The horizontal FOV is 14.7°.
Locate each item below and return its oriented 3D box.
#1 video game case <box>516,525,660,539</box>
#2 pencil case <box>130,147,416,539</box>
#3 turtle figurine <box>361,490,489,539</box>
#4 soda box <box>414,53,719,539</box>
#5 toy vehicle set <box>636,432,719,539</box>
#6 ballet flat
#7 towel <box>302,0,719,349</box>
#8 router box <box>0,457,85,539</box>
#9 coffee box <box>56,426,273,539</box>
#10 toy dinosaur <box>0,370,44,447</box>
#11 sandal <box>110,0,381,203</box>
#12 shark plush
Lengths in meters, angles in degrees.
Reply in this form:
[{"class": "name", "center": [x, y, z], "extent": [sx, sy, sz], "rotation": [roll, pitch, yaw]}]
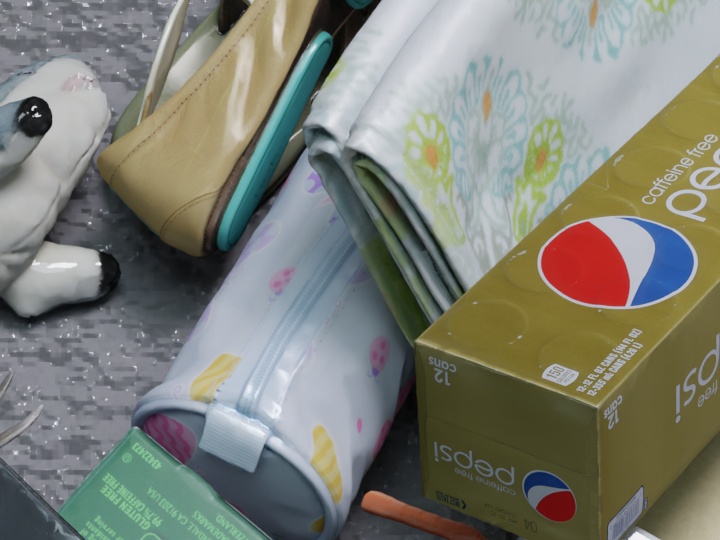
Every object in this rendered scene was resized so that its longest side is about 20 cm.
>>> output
[{"class": "video game case", "center": [0.090, 0.192, 0.837], "extent": [0.181, 0.024, 0.201], "rotation": [30, 69, 4]}, {"class": "pencil case", "center": [0.000, 0.000, 0.971], "extent": [0.083, 0.091, 0.201], "rotation": [34, 63, -4]}, {"class": "turtle figurine", "center": [0.052, 0.174, 0.886], "extent": [0.199, 0.064, 0.162], "rotation": [34, 70, 6]}, {"class": "soda box", "center": [0.099, 0.005, 0.897], "extent": [0.067, 0.064, 0.200], "rotation": [19, 41, 30]}, {"class": "toy vehicle set", "center": [0.178, 0.100, 0.959], "extent": [0.199, 0.027, 0.125], "rotation": [20, 60, 9]}, {"class": "ballet flat", "center": [-0.026, -0.102, 0.986], "extent": [0.063, 0.069, 0.201], "rotation": [31, 83, 10]}, {"class": "towel", "center": [0.068, -0.050, 0.947], "extent": [0.048, 0.172, 0.200], "rotation": [8, 50, 36]}, {"class": "router box", "center": [-0.113, 0.148, 0.791], "extent": [0.200, 0.062, 0.150], "rotation": [41, 79, 20]}, {"class": "coffee box", "center": [-0.088, 0.161, 0.841], "extent": [0.123, 0.044, 0.200], "rotation": [37, 79, 18]}, {"class": "toy dinosaur", "center": [-0.166, 0.107, 0.930], "extent": [0.181, 0.105, 0.201], "rotation": [27, 98, -2]}, {"class": "sandal", "center": [-0.021, -0.100, 1.048], "extent": [0.079, 0.057, 0.202], "rotation": [26, 62, 13]}, {"class": "shark plush", "center": [-0.173, -0.006, 1.002], "extent": [0.200, 0.091, 0.083], "rotation": [-37, 45, 0]}]
